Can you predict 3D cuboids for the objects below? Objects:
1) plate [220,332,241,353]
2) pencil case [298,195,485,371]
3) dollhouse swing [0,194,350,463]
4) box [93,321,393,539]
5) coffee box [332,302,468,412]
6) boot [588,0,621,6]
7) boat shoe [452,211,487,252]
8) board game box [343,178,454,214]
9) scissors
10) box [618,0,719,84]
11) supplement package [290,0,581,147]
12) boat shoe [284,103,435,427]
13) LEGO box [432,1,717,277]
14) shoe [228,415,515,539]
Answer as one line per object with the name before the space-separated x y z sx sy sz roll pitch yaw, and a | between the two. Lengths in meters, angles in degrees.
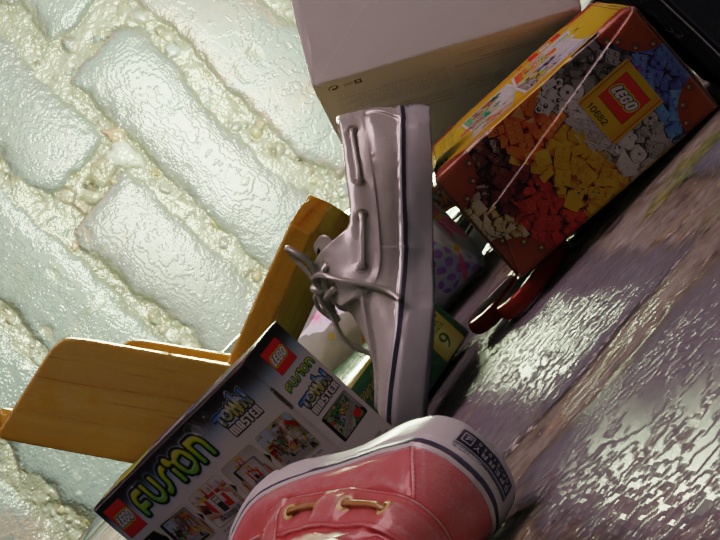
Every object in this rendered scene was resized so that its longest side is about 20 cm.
plate | -0.118 0.156 1.315 0.200 0.032 0.201 -53 -18 -81
pencil case | 0.000 0.033 1.262 0.200 0.083 0.091 -47 42 10
dollhouse swing | -0.114 0.030 1.105 0.200 0.180 0.177 13 -94 -84
box | -0.058 0.117 0.932 0.200 0.110 0.035 -43 6 47
coffee box | -0.018 0.102 1.109 0.123 0.044 0.200 -51 5 -36
boot | 0.218 -0.185 1.252 0.165 0.066 0.200 -49 8 17
boat shoe | 0.028 0.007 1.343 0.199 0.068 0.074 -46 5 26
board game box | 0.078 -0.077 1.385 0.199 0.030 0.095 -29 12 -38
scissors | 0.125 -0.028 1.064 0.200 0.014 0.073 -49 4 -39
box | 0.185 -0.186 0.940 0.107 0.148 0.200 -47 5 9
supplement package | 0.059 -0.181 1.264 0.190 0.148 0.200 -15 -20 6
boat shoe | 0.000 -0.003 0.991 0.075 0.085 0.204 82 -172 -70
LEGO box | 0.122 -0.087 1.057 0.149 0.077 0.200 -41 6 8
shoe | -0.022 0.127 0.713 0.091 0.072 0.200 -44 5 -37
